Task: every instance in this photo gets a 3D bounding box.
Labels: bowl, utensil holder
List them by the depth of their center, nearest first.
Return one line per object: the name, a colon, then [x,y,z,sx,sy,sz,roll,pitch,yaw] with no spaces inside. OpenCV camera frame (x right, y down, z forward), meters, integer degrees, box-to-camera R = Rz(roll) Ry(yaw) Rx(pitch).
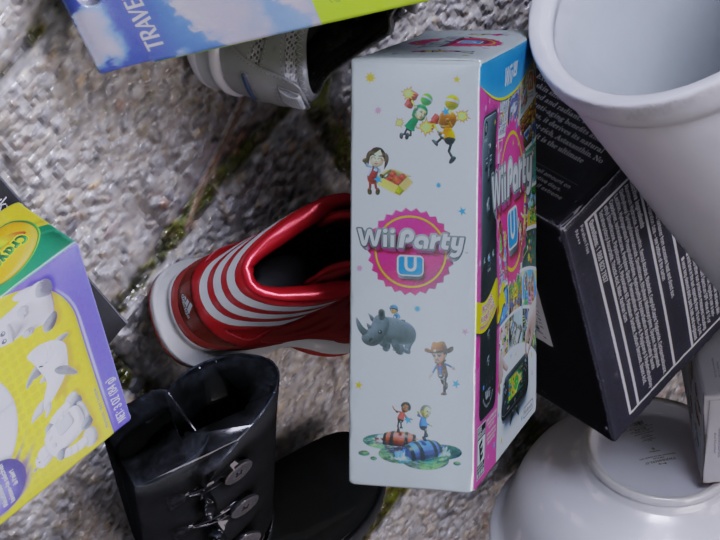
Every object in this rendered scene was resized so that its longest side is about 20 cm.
utensil holder: [0.203,-0.086,1.091,0.170,0.170,0.200,-50,130,-11]
bowl: [0.185,0.145,1.398,0.201,0.201,0.090,-29,140,-35]

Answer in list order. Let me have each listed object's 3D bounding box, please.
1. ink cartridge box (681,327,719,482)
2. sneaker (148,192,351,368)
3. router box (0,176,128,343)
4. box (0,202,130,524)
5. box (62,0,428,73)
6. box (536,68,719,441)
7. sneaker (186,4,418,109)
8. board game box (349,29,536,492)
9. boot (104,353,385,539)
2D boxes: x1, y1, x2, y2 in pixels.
ink cartridge box: [0.290,0.029,1.385,0.175,0.200,0.084,-4,133,3]
sneaker: [0.000,0.000,1.119,0.200,0.115,0.078,-21,90,-42]
router box: [-0.207,0.024,0.948,0.157,0.052,0.200,-50,145,-12]
box: [-0.193,0.074,0.915,0.200,0.048,0.117,-38,140,-25]
box: [-0.038,-0.160,0.923,0.048,0.200,0.122,-85,158,-46]
box: [0.154,-0.047,1.280,0.198,0.123,0.200,-42,142,-20]
sneaker: [0.009,-0.149,1.055,0.200,0.082,0.075,-50,145,-12]
board game box: [0.043,-0.010,1.054,0.148,0.064,0.200,-38,128,-71]
boot: [-0.055,0.101,1.163,0.165,0.066,0.200,-41,150,-22]
